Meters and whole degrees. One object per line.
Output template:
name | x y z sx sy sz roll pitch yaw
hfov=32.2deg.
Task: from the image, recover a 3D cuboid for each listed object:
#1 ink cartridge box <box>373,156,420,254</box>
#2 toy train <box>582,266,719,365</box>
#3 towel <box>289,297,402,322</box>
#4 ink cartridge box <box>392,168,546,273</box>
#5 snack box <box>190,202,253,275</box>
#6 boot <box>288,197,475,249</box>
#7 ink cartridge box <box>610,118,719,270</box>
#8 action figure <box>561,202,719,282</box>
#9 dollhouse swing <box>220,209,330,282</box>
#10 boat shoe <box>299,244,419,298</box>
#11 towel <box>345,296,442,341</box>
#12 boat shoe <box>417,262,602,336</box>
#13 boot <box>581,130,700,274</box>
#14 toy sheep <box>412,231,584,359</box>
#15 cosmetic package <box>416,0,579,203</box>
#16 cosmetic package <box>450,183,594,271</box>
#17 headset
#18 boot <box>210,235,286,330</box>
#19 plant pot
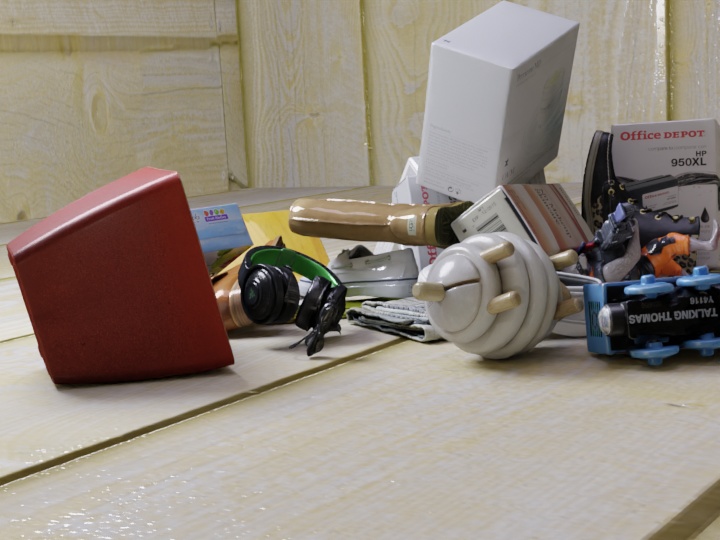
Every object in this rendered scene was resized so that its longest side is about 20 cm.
ink cartridge box | 0.124 -0.083 1.834 0.175 0.201 0.045 -7 47 -30
toy train | 0.314 0.039 1.196 0.199 0.087 0.114 -5 2 -11
towel | -0.024 0.044 1.560 0.199 0.018 0.086 -5 8 -10
ink cartridge box | 0.155 -0.058 1.696 0.199 0.146 0.084 -5 -10 -13
snack box | -0.259 -0.006 1.563 0.168 0.068 0.200 -11 -19 -44
boot | 0.037 -0.062 1.572 0.199 0.067 0.175 4 -3 28
ink cartridge box | 0.418 -0.101 1.702 0.144 0.201 0.084 -1 -4 20
action figure | 0.336 -0.011 1.501 0.192 0.105 0.200 -8 -18 3
dollhouse swing | -0.170 0.015 1.788 0.199 0.176 0.182 -6 49 -23
boat shoe | 0.000 0.000 1.600 0.199 0.067 0.073 -1 3 39
towel | 0.107 0.043 1.443 0.199 0.035 0.192 -8 9 -28
boat shoe | 0.161 0.015 1.332 0.199 0.069 0.072 16 25 17
boot | 0.369 -0.080 1.638 0.153 0.205 0.073 3 0 16
toy sheep | 0.132 0.023 1.222 0.199 0.139 0.138 11 -3 -37
cosmetic package | 0.179 -0.217 1.616 0.122 0.201 0.199 21 36 26
cosmetic package | 0.207 -0.045 1.551 0.087 0.104 0.200 -38 -12 26
headset | -0.065 0.023 1.366 0.123 0.094 0.200 15 28 -21
boot | -0.164 0.019 1.520 0.154 0.074 0.200 -14 14 10
plant pot | -0.258 0.017 1.286 0.175 0.201 0.200 -19 12 -16
